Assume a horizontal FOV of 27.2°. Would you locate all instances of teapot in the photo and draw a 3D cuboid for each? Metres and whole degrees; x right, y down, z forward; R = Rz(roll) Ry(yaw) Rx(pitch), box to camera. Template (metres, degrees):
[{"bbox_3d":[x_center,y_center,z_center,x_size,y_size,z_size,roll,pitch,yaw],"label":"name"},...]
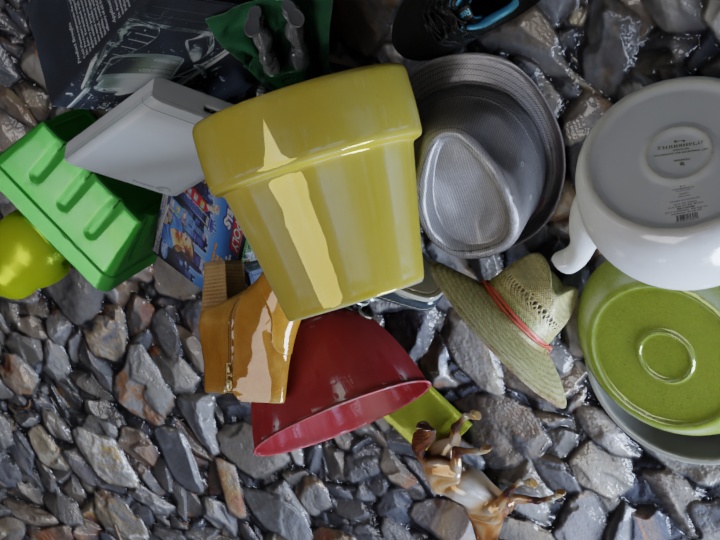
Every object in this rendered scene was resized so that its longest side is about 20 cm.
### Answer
[{"bbox_3d":[0.284,-0.056,1.261,0.200,0.197,0.146,35,164,38],"label":"teapot"}]

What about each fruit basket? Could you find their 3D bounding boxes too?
[{"bbox_3d":[-0.339,-0.053,1.689,0.214,0.155,0.218,7,110,20],"label":"fruit basket"}]

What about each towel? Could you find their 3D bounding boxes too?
[{"bbox_3d":[0.028,0.124,1.641,0.200,0.018,0.086,43,134,4],"label":"towel"}]

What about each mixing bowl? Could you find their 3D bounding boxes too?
[{"bbox_3d":[-0.037,0.108,1.561,0.200,0.199,0.109,-35,70,43],"label":"mixing bowl"}]

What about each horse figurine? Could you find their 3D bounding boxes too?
[{"bbox_3d":[0.123,0.227,1.607,0.200,0.050,0.132,41,134,-10],"label":"horse figurine"}]

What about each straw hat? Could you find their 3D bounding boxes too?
[{"bbox_3d":[0.160,0.030,1.414,0.085,0.201,0.201,-43,89,11],"label":"straw hat"}]

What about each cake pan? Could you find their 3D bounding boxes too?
[{"bbox_3d":[0.310,0.090,1.409,0.199,0.037,0.202,18,126,26],"label":"cake pan"}]

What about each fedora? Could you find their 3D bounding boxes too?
[{"bbox_3d":[0.099,-0.091,1.380,0.175,0.091,0.202,-2,120,16],"label":"fedora"}]

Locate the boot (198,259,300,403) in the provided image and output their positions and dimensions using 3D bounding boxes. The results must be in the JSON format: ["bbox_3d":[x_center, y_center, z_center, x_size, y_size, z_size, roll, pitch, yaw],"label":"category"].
[{"bbox_3d":[-0.076,0.057,1.459,0.200,0.071,0.146,-6,87,35],"label":"boot"}]

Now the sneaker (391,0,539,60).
[{"bbox_3d":[0.091,-0.240,1.327,0.199,0.082,0.073,-27,102,43],"label":"sneaker"}]

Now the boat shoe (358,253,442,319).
[{"bbox_3d":[0.000,0.000,1.544,0.199,0.075,0.062,23,127,24],"label":"boat shoe"}]

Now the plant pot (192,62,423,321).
[{"bbox_3d":[-0.029,-0.064,1.314,0.200,0.200,0.191,-17,90,40],"label":"plant pot"}]

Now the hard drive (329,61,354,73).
[{"bbox_3d":[-0.003,-0.134,1.491,0.199,0.033,0.141,17,126,26],"label":"hard drive"}]

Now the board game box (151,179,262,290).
[{"bbox_3d":[-0.132,-0.042,1.575,0.200,0.061,0.201,46,137,30],"label":"board game box"}]

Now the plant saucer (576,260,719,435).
[{"bbox_3d":[0.285,0.073,1.369,0.199,0.031,0.202,18,127,25],"label":"plant saucer"}]

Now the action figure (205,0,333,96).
[{"bbox_3d":[-0.067,-0.187,1.400,0.117,0.055,0.200,-10,156,4],"label":"action figure"}]

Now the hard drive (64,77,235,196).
[{"bbox_3d":[-0.191,-0.127,1.461,0.131,0.027,0.199,17,158,-30],"label":"hard drive"}]

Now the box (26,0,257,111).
[{"bbox_3d":[-0.178,-0.248,1.412,0.196,0.199,0.125,-34,65,44],"label":"box"}]
